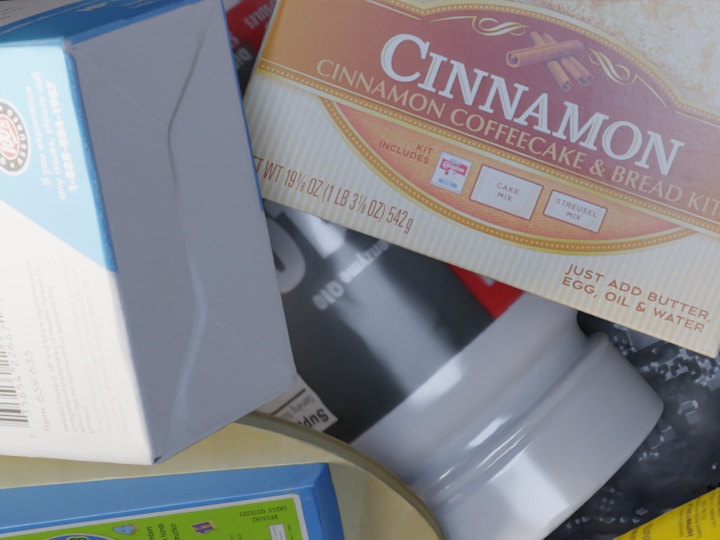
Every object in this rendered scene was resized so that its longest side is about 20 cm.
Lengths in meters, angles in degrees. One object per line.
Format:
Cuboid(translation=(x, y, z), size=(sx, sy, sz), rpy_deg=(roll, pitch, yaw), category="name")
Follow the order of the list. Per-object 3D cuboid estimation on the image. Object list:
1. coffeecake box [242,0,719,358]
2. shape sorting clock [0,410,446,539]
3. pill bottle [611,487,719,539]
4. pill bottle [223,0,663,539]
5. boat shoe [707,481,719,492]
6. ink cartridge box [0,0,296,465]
Cuboid(translation=(0.065, -0.099, 0.736), size=(0.153, 0.073, 0.200), rpy_deg=(19, 107, -3), category="coffeecake box")
Cuboid(translation=(-0.070, 0.100, 0.825), size=(0.200, 0.039, 0.200), rpy_deg=(-4, 140, -3), category="shape sorting clock")
Cuboid(translation=(0.072, 0.147, 0.801), size=(0.200, 0.113, 0.113), rpy_deg=(-27, 94, 15), category="pill bottle")
Cuboid(translation=(0.000, 0.000, 0.852), size=(0.114, 0.114, 0.200), rpy_deg=(-41, 91, 10), category="pill bottle")
Cuboid(translation=(0.120, 0.162, 0.887), size=(0.066, 0.070, 0.200), rpy_deg=(-2, 105, 6), category="boat shoe")
Cuboid(translation=(-0.124, -0.014, 0.736), size=(0.200, 0.067, 0.116), rpy_deg=(2, 110, 37), category="ink cartridge box")
